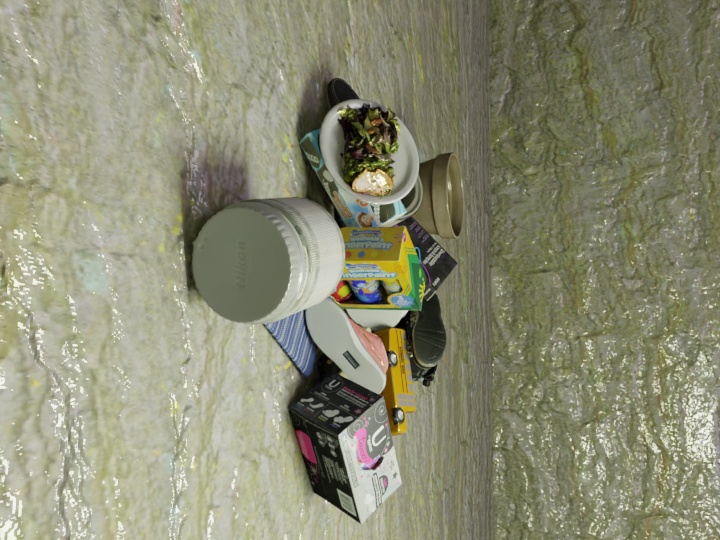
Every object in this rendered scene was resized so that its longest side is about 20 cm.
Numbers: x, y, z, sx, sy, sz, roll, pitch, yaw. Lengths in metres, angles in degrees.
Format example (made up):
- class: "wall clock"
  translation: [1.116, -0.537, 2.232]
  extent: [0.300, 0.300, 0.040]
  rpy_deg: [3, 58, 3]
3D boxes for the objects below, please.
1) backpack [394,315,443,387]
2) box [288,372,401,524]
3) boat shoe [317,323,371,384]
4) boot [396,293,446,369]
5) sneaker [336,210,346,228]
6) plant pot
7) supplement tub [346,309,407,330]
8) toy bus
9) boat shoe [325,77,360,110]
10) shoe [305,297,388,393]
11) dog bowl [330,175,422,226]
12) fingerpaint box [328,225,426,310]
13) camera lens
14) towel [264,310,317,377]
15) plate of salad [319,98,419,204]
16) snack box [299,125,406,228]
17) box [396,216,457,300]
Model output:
- class: "backpack"
  translation: [0.129, 0.183, 1.816]
  extent: [0.200, 0.124, 0.171]
  rpy_deg: [57, 45, -76]
- class: "box"
  translation: [-0.021, 0.299, 1.314]
  extent: [0.114, 0.131, 0.203]
  rpy_deg: [-35, 127, -33]
- class: "boat shoe"
  translation: [-0.047, 0.182, 1.414]
  extent: [0.074, 0.062, 0.204]
  rpy_deg: [81, 30, -53]
- class: "boot"
  translation: [0.114, 0.155, 1.606]
  extent: [0.206, 0.072, 0.155]
  rpy_deg: [-88, -160, -47]
- class: "sneaker"
  translation: [0.002, -0.155, 1.561]
  extent: [0.076, 0.075, 0.203]
  rpy_deg: [66, 31, -52]
- class: "plant pot"
  translation: [0.148, -0.176, 1.855]
  extent: [0.200, 0.170, 0.205]
  rpy_deg: [-1, 90, -72]
- class: "supplement tub"
  translation: [0.050, 0.015, 1.586]
  extent: [0.201, 0.142, 0.148]
  rpy_deg: [-64, 147, -54]
- class: "toy bus"
  translation: [0.059, 0.219, 1.509]
  extent: [0.078, 0.064, 0.205]
  rpy_deg: [13, 64, -49]
- class: "boat shoe"
  translation: [-0.003, -0.292, 1.450]
  extent: [0.203, 0.071, 0.063]
  rpy_deg: [64, -31, 20]
- class: "shoe"
  translation: [-0.021, 0.120, 1.346]
  extent: [0.201, 0.071, 0.091]
  rpy_deg: [53, 17, -9]
- class: "dog bowl"
  translation: [0.020, -0.165, 1.480]
  extent: [0.197, 0.074, 0.203]
  rpy_deg: [20, 50, -25]
- class: "fingerpaint box"
  translation: [0.000, 0.000, 1.348]
  extent: [0.168, 0.196, 0.075]
  rpy_deg: [62, 34, -53]
- class: "camera lens"
  translation: [-0.118, -0.017, 1.053]
  extent: [0.200, 0.156, 0.164]
  rpy_deg: [-19, 107, -71]
- class: "towel"
  translation: [-0.111, 0.072, 1.296]
  extent: [0.201, 0.023, 0.147]
  rpy_deg: [61, 35, -51]
- class: "plate of salad"
  translation: [0.022, -0.214, 1.351]
  extent: [0.048, 0.196, 0.204]
  rpy_deg: [-37, -139, 58]
- class: "snack box"
  translation: [-0.012, -0.165, 1.369]
  extent: [0.115, 0.037, 0.202]
  rpy_deg: [-28, 87, -37]
- class: "box"
  translation: [0.096, -0.048, 1.539]
  extent: [0.200, 0.036, 0.143]
  rpy_deg: [46, 35, 1]
